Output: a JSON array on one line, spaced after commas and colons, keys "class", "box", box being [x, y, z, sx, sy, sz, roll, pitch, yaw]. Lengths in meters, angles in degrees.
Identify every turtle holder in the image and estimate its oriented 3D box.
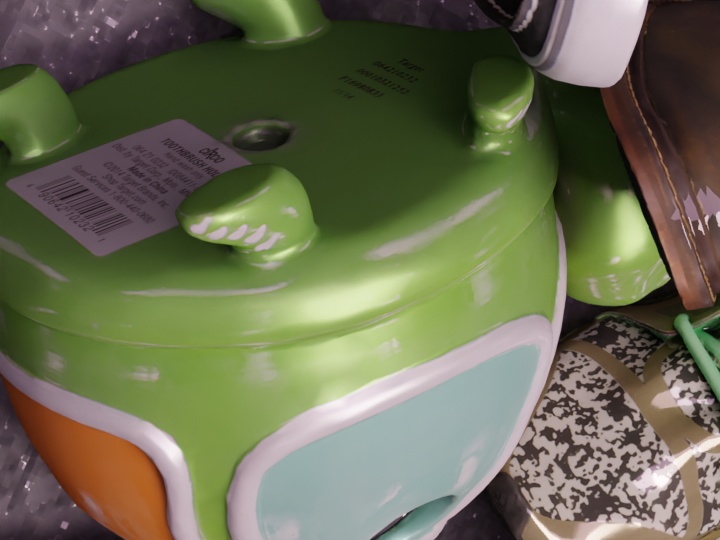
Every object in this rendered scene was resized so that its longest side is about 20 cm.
[{"class": "turtle holder", "box": [-0.011, 0.000, 0.752, 0.186, 0.140, 0.132, -45, 137, -49]}]

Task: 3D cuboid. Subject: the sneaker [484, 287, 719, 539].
[{"class": "sneaker", "box": [0.120, 0.014, 0.805, 0.199, 0.089, 0.077, -26, 70, -22]}]

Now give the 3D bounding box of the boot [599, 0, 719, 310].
[{"class": "boot", "box": [0.117, -0.047, 0.740, 0.096, 0.200, 0.075, -17, 101, 16]}]

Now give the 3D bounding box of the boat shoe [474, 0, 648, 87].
[{"class": "boat shoe", "box": [0.029, -0.105, 0.725, 0.056, 0.200, 0.069, 7, 119, -11]}]
